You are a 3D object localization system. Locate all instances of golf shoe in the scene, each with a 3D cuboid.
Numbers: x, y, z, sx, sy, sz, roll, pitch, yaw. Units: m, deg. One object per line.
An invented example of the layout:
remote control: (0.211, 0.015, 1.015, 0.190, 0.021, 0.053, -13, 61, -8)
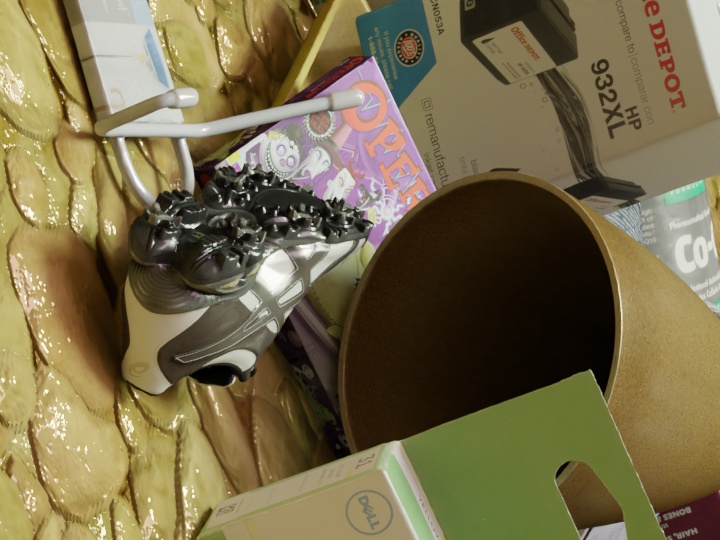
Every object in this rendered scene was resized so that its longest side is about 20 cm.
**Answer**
golf shoe: (-0.063, 0.005, 1.333, 0.200, 0.078, 0.095, -17, 129, -61)

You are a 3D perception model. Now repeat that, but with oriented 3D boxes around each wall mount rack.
wall mount rack: (-0.086, -0.132, 1.383, 0.174, 0.074, 0.201, -6, 77, -61)

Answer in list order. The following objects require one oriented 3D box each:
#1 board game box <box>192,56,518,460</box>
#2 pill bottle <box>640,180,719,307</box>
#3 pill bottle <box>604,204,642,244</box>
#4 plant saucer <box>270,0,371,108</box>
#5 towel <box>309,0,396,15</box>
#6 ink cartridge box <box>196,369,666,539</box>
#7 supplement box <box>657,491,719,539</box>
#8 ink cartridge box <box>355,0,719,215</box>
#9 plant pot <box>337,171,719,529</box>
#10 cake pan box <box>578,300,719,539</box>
board game box: (0.000, 0.000, 1.468, 0.120, 0.032, 0.200, -39, 113, -32)
pill bottle: (0.189, -0.039, 1.910, 0.113, 0.113, 0.201, -41, 122, -68)
pill bottle: (0.125, -0.012, 1.762, 0.120, 0.119, 0.200, 55, 25, -35)
plant saucer: (0.001, -0.044, 1.580, 0.200, 0.048, 0.200, 62, 21, -20)
towel: (0.023, -0.211, 1.642, 0.200, 0.152, 0.023, 62, 27, -19)
ink cartridge box: (0.043, 0.149, 1.288, 0.146, 0.199, 0.048, 65, 19, -13)
supplement box: (0.197, 0.146, 1.812, 0.201, 0.110, 0.086, 68, 21, -4)
ink cartridge box: (0.114, -0.107, 1.569, 0.084, 0.199, 0.146, 28, 45, -61)
plant pot: (0.123, 0.062, 1.445, 0.200, 0.186, 0.187, 18, 53, -45)
cake pan box: (0.165, 0.110, 1.667, 0.052, 0.200, 0.184, 33, 14, 15)
